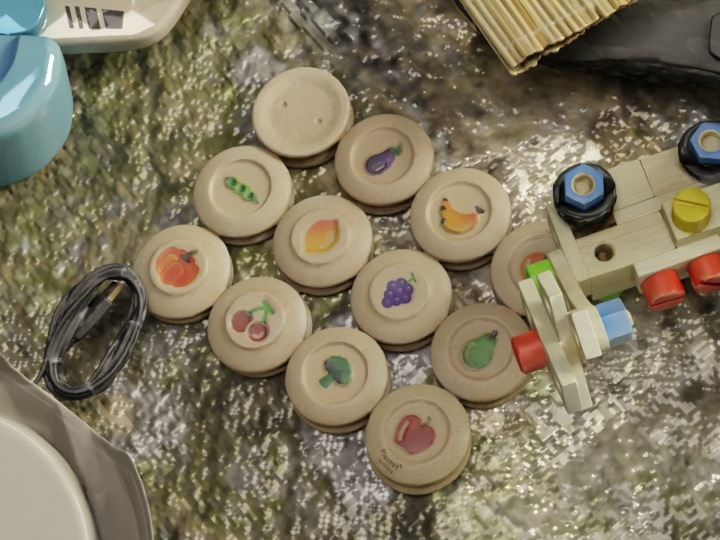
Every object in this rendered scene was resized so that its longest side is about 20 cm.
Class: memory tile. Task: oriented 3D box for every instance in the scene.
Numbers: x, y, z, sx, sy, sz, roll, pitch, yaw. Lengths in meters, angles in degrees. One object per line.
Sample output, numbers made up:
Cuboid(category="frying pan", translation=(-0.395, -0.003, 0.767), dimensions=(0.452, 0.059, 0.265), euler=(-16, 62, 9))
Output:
Cuboid(category="memory tile", translation=(0.000, 0.000, 1.143), dimensions=(0.200, 0.017, 0.153), euler=(34, 76, 22))

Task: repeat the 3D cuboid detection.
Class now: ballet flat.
Cuboid(category="ballet flat", translation=(0.134, -0.117, 1.157), dimensions=(0.200, 0.057, 0.067), euler=(17, 81, 24))

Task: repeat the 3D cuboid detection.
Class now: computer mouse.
Cuboid(category="computer mouse", translation=(-0.177, 0.073, 1.136), dimensions=(0.200, 0.034, 0.059), euler=(-42, 81, -11))

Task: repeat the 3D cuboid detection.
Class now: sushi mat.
Cuboid(category="sushi mat", translation=(0.076, -0.176, 1.172), dimensions=(0.096, 0.012, 0.200), euler=(-28, 46, -1))

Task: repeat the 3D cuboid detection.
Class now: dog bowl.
Cuboid(category="dog bowl", translation=(-0.191, 0.134, 1.073), dimensions=(0.199, 0.059, 0.201), euler=(1, 77, -3))

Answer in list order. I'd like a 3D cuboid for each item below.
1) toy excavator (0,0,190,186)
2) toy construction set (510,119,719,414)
Cuboid(category="toy excavator", translation=(-0.163, -0.113, 1.192), dimensions=(0.199, 0.100, 0.195), euler=(4, 69, -1))
Cuboid(category="toy construction set", translation=(0.152, 0.002, 1.070), dimensions=(0.199, 0.092, 0.131), euler=(-13, 66, -15))
